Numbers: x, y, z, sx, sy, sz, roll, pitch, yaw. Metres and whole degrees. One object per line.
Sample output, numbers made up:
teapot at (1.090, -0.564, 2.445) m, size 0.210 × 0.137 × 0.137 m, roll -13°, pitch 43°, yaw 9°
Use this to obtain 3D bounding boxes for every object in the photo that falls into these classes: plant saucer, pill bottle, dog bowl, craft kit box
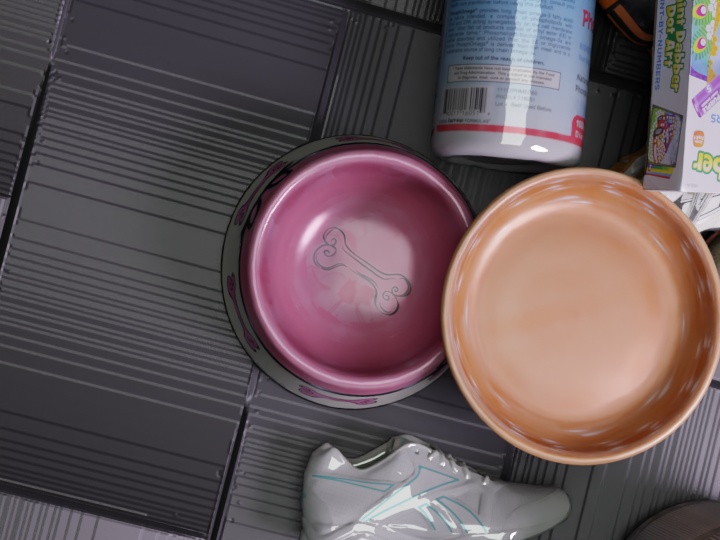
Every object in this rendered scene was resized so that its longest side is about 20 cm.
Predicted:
plant saucer at (0.150, 0.031, 1.045) m, size 0.198 × 0.037 × 0.202 m, roll 0°, pitch 88°, yaw -7°
pill bottle at (0.112, -0.175, 1.080) m, size 0.108 × 0.109 × 0.202 m, roll 6°, pitch 89°, yaw -6°
dog bowl at (0.000, 0.000, 1.082) m, size 0.198 × 0.074 × 0.202 m, roll 0°, pitch 88°, yaw -7°
craft kit box at (0.289, -0.150, 1.058) m, size 0.198 × 0.048 × 0.200 m, roll 0°, pitch 97°, yaw -30°

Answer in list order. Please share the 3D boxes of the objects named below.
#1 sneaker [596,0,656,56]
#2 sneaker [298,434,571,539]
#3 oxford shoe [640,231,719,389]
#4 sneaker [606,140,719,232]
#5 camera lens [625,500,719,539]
sneaker at (0.244, -0.264, 1.113) m, size 0.112 × 0.078 × 0.200 m, roll 40°, pitch 85°, yaw -5°
sneaker at (0.054, 0.158, 1.088) m, size 0.198 × 0.070 × 0.081 m, roll -1°, pitch 86°, yaw -6°
oxford shoe at (0.266, 0.024, 1.111) m, size 0.070 × 0.075 × 0.200 m, roll 43°, pitch 85°, yaw -4°
sneaker at (0.252, -0.076, 1.123) m, size 0.200 × 0.076 × 0.088 m, roll -45°, pitch 111°, yaw -4°
camera lens at (0.262, 0.248, 1.043) m, size 0.158 × 0.200 × 0.162 m, roll 0°, pitch 89°, yaw -6°
